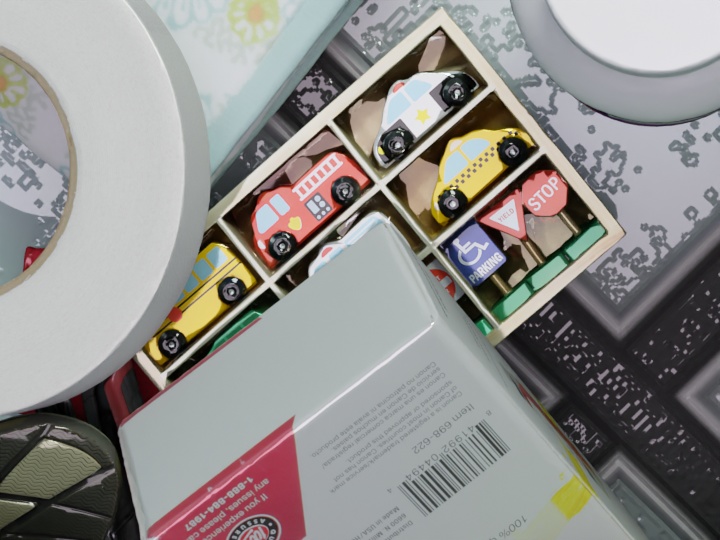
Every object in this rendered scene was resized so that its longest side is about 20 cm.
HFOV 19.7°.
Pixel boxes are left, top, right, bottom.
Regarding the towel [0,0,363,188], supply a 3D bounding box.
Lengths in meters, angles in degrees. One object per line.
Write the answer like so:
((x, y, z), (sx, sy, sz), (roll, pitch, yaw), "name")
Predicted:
((-0.090, -0.137, 0.881), (0.171, 0.048, 0.200), (39, 100, 0), "towel")

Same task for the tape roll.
((-0.160, -0.040, 0.843), (0.201, 0.037, 0.205), (0, 90, 15), "tape roll")

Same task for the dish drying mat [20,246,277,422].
((-0.057, 0.043, 0.924), (0.198, 0.018, 0.077), (10, 99, 3), "dish drying mat")

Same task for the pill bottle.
((0.113, -0.112, 0.787), (0.110, 0.200, 0.112), (0, 93, 8), "pill bottle")

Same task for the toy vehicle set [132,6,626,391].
((0.000, 0.000, 0.893), (0.200, 0.027, 0.124), (-41, 92, 6), "toy vehicle set")

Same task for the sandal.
((-0.168, 0.118, 0.903), (0.079, 0.058, 0.201), (29, 132, -14), "sandal")

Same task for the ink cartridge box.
((0.019, 0.104, 0.855), (0.145, 0.084, 0.200), (-37, 122, 6), "ink cartridge box")

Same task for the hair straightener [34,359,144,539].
((-0.119, 0.094, 0.908), (0.076, 0.041, 0.201), (-6, 117, 25), "hair straightener")
